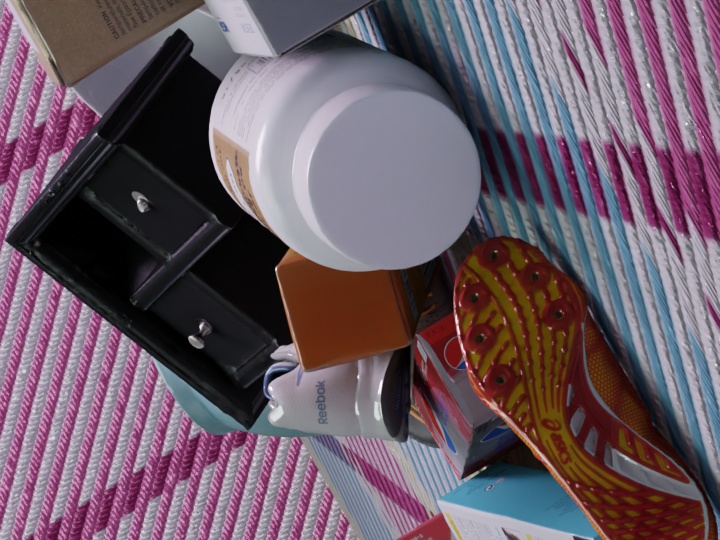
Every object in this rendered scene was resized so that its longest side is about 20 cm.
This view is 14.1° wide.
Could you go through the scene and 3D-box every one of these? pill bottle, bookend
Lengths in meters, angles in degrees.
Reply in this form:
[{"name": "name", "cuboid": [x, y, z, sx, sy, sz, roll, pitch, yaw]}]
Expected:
[{"name": "pill bottle", "cuboid": [-0.006, -0.060, 1.512, 0.115, 0.114, 0.200, 61, 173, -16]}, {"name": "bookend", "cuboid": [-0.090, -0.020, 1.782, 0.200, 0.092, 0.199, 39, 152, -8]}]

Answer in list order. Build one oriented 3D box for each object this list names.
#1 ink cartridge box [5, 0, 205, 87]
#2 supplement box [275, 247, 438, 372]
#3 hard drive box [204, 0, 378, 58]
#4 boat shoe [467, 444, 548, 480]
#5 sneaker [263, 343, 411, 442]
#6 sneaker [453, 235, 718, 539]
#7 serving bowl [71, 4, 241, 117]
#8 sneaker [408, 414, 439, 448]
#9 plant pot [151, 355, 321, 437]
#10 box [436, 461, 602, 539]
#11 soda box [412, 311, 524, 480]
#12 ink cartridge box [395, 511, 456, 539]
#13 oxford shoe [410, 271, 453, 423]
[{"name": "ink cartridge box", "cuboid": [-0.147, -0.229, 1.598, 0.200, 0.164, 0.075, 62, 173, -17]}, {"name": "supplement box", "cuboid": [0.000, 0.000, 1.672, 0.200, 0.066, 0.069, -59, -47, -79]}, {"name": "hard drive box", "cuboid": [-0.071, -0.212, 1.490, 0.200, 0.077, 0.156, 61, 173, -10]}, {"name": "boat shoe", "cuboid": [0.113, 0.161, 1.784, 0.200, 0.073, 0.063, 59, 176, 9]}, {"name": "sneaker", "cuboid": [-0.012, 0.056, 1.723, 0.200, 0.087, 0.075, -64, -28, -85]}, {"name": "sneaker", "cuboid": [0.108, 0.073, 1.459, 0.200, 0.073, 0.077, 60, -176, 16]}, {"name": "serving bowl", "cuboid": [-0.091, -0.134, 1.785, 0.200, 0.066, 0.200, 20, 155, 10]}, {"name": "sneaker", "cuboid": [0.015, 0.027, 1.917, 0.200, 0.074, 0.089, 57, 175, 13]}, {"name": "plant pot", "cuboid": [-0.070, 0.035, 2.041, 0.200, 0.134, 0.200, 53, -161, -27]}, {"name": "box", "cuboid": [0.120, 0.162, 1.652, 0.082, 0.049, 0.200, 63, 160, -14]}, {"name": "soda box", "cuboid": [0.073, 0.063, 1.658, 0.064, 0.070, 0.200, 59, 174, 10]}, {"name": "ink cartridge box", "cuboid": [0.108, 0.244, 1.869, 0.200, 0.147, 0.083, 58, 175, 17]}, {"name": "oxford shoe", "cuboid": [0.020, 0.012, 1.843, 0.200, 0.071, 0.073, 60, 168, -6]}]
